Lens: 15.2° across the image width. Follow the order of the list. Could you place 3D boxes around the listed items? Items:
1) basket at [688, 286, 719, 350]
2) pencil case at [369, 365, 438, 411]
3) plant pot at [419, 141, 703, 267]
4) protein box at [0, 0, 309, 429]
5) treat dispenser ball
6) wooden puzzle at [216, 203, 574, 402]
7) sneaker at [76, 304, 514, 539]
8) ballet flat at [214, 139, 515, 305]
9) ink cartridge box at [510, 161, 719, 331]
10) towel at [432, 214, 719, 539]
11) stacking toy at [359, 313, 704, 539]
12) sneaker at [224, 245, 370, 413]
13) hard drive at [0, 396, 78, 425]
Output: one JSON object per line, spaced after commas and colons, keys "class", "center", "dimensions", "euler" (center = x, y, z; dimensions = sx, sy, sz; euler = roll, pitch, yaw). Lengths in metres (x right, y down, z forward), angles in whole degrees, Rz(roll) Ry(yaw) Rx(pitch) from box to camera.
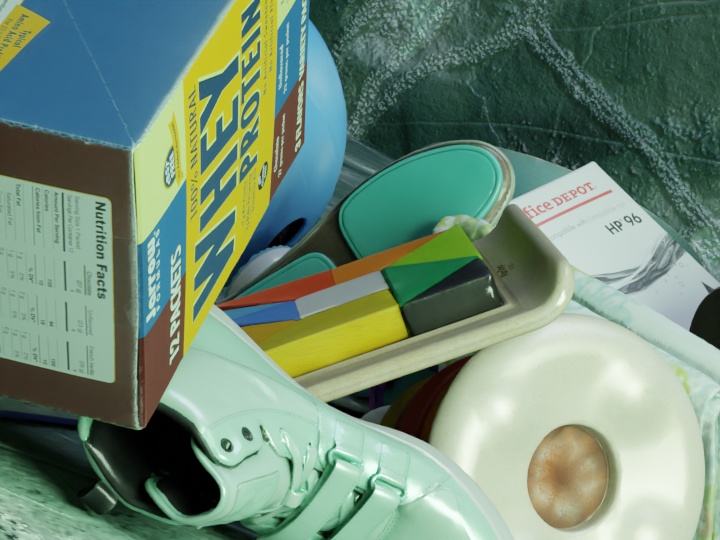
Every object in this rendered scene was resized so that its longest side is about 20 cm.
{"class": "basket", "center": [0.276, 0.051, 1.356], "dimensions": [0.199, 0.136, 0.181], "euler": [-8, 51, -22]}
{"class": "pencil case", "center": [0.090, 0.040, 1.544], "dimensions": [0.092, 0.085, 0.200], "euler": [44, 38, 15]}
{"class": "plant pot", "center": [0.101, 0.025, 1.723], "dimensions": [0.199, 0.135, 0.200], "euler": [23, -14, 6]}
{"class": "protein box", "center": [-0.143, -0.070, 1.063], "dimensions": [0.199, 0.135, 0.199], "euler": [13, 40, 12]}
{"class": "treat dispenser ball", "center": [-0.108, -0.086, 1.604], "dimensions": [0.200, 0.201, 0.201], "euler": [25, 6, -3]}
{"class": "wooden puzzle", "center": [-0.007, 0.024, 1.236], "dimensions": [0.185, 0.199, 0.037], "euler": [-116, -178, -78]}
{"class": "sneaker", "center": [-0.029, 0.097, 1.084], "dimensions": [0.200, 0.074, 0.118], "euler": [35, 23, -3]}
{"class": "ballet flat", "center": [0.000, 0.000, 1.422], "dimensions": [0.068, 0.200, 0.064], "euler": [60, 11, 23]}
{"class": "ink cartridge box", "center": [0.119, 0.016, 1.457], "dimensions": [0.200, 0.068, 0.116], "euler": [45, 42, 19]}
{"class": "towel", "center": [0.115, 0.079, 1.353], "dimensions": [0.048, 0.172, 0.200], "euler": [-31, 45, -33]}
{"class": "stacking toy", "center": [0.056, 0.092, 1.281], "dimensions": [0.146, 0.147, 0.200], "euler": [23, -10, -25]}
{"class": "sneaker", "center": [0.012, 0.053, 1.584], "dimensions": [0.200, 0.077, 0.081], "euler": [18, 24, -39]}
{"class": "hard drive", "center": [-0.212, 0.011, 1.201], "dimensions": [0.200, 0.025, 0.132], "euler": [29, 7, 28]}
